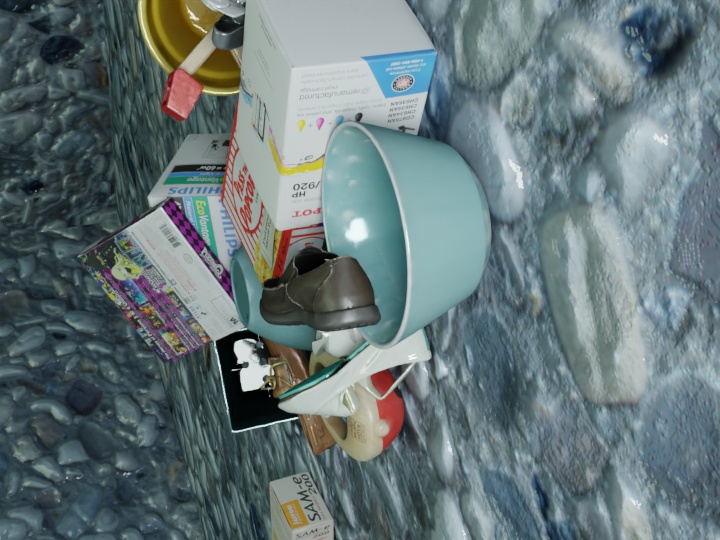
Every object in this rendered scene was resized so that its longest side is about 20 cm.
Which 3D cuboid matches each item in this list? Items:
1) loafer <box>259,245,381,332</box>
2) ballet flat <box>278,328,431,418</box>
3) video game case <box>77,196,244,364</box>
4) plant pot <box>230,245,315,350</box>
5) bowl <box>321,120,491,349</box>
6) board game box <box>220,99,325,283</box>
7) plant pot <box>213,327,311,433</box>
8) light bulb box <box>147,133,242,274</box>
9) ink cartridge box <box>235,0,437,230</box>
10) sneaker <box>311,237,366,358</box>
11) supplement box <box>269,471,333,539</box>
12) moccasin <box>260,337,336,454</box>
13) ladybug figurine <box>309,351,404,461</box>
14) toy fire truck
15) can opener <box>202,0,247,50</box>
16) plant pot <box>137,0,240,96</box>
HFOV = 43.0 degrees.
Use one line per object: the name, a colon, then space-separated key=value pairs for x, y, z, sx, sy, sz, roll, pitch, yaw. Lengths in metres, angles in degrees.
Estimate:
loafer: x=-0.039 y=0.013 z=0.845 sx=0.199 sy=0.072 sz=0.072 roll=1 pitch=96 yaw=62
ballet flat: x=-0.006 y=0.119 z=0.985 sx=0.199 sy=0.069 sz=0.070 roll=-35 pitch=60 yaw=24
video game case: x=-0.264 y=0.020 z=1.251 sx=0.180 sy=0.036 sz=0.201 roll=-25 pitch=110 yaw=32
plant pot: x=-0.093 y=0.016 z=1.189 sx=0.200 sy=0.133 sz=0.203 roll=169 pitch=90 yaw=-70
bowl: x=0.046 y=-0.039 z=0.822 sx=0.200 sy=0.104 sz=0.204 roll=169 pitch=90 yaw=-71
board game box: x=-0.102 y=-0.079 z=1.063 sx=0.201 sy=0.046 sz=0.153 roll=60 pitch=146 yaw=38
plant pot: x=-0.144 y=0.149 z=1.397 sx=0.200 sy=0.139 sz=0.143 roll=173 pitch=86 yaw=-81
light bulb box: x=-0.204 y=-0.069 z=1.327 sx=0.201 sy=0.123 sz=0.201 roll=-77 pitch=-16 yaw=-57
ink cartridge box: x=-0.032 y=-0.168 z=0.910 sx=0.201 sy=0.145 sz=0.146 roll=102 pitch=150 yaw=-47
sneaker: x=0.000 y=0.000 z=1.036 sx=0.074 sy=0.087 sz=0.203 roll=2 pitch=-87 yaw=-77
supplement box: x=-0.095 y=0.454 z=1.500 sx=0.126 sy=0.073 sz=0.202 roll=-130 pitch=35 yaw=-54
moccasin: x=-0.095 y=0.159 z=1.269 sx=0.203 sy=0.077 sz=0.074 roll=61 pitch=168 yaw=-5
ladybug figurine: x=-0.003 y=0.150 z=1.098 sx=0.200 sy=0.071 sz=0.138 roll=-140 pitch=43 yaw=-61
toy fire truck: x=-0.119 y=-0.237 z=1.009 sx=0.202 sy=0.140 sz=0.049 roll=-64 pitch=20 yaw=-4
can opener: x=-0.093 y=-0.291 z=0.949 sx=0.052 sy=0.200 sz=0.067 roll=37 pitch=137 yaw=14
plant pot: x=-0.183 y=-0.348 z=1.198 sx=0.189 sy=0.198 sz=0.204 roll=-107 pitch=14 yaw=-67
